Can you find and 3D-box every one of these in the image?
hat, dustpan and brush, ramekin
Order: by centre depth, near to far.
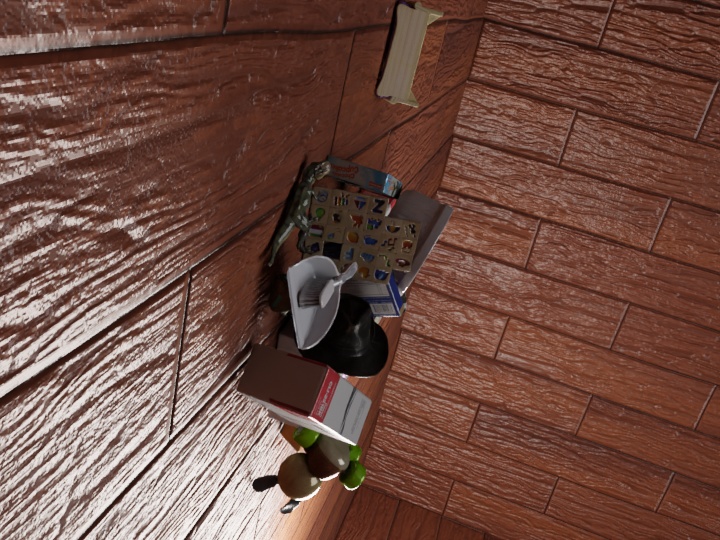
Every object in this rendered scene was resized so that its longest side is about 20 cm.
[{"bbox_3d":[-0.053,0.025,1.135,0.200,0.056,0.142,-56,141,-65],"label":"dustpan and brush"},{"bbox_3d":[-0.023,0.094,1.233,0.082,0.198,0.201,-66,175,32],"label":"hat"},{"bbox_3d":[0.089,-0.063,1.371,0.202,0.104,0.200,-58,179,-2],"label":"ramekin"}]

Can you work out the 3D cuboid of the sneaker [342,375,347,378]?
[{"bbox_3d":[-0.056,0.153,1.502,0.075,0.098,0.203,-39,138,-53],"label":"sneaker"}]

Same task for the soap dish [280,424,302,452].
[{"bbox_3d":[-0.107,0.304,1.575,0.200,0.080,0.160,-11,118,-79],"label":"soap dish"}]

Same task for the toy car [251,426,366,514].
[{"bbox_3d":[-0.116,0.402,1.414,0.200,0.164,0.158,-44,-165,5],"label":"toy car"}]

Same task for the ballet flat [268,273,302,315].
[{"bbox_3d":[-0.110,0.043,1.187,0.073,0.068,0.200,-53,173,9],"label":"ballet flat"}]

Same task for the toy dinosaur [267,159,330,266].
[{"bbox_3d":[-0.095,-0.077,1.088,0.202,0.047,0.088,-68,155,-22],"label":"toy dinosaur"}]

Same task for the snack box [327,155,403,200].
[{"bbox_3d":[0.010,-0.171,1.301,0.200,0.114,0.038,-9,116,-79],"label":"snack box"}]

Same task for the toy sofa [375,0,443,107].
[{"bbox_3d":[0.091,-0.447,1.432,0.083,0.096,0.203,-115,-143,-67],"label":"toy sofa"}]

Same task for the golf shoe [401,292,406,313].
[{"bbox_3d":[0.008,0.044,1.416,0.095,0.197,0.079,-110,-149,-52],"label":"golf shoe"}]

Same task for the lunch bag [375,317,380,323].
[{"bbox_3d":[0.012,0.072,1.737,0.164,0.116,0.203,-58,158,-59],"label":"lunch bag"}]

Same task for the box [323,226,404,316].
[{"bbox_3d":[0.000,0.000,1.315,0.033,0.119,0.202,-56,134,-45],"label":"box"}]

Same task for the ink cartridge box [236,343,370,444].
[{"bbox_3d":[-0.086,0.206,1.143,0.200,0.142,0.085,49,58,-57],"label":"ink cartridge box"}]

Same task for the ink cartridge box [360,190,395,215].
[{"bbox_3d":[0.002,-0.070,1.526,0.201,0.082,0.146,-59,164,-55],"label":"ink cartridge box"}]

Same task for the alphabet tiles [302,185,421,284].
[{"bbox_3d":[0.002,-0.057,1.234,0.008,0.196,0.169,-91,-168,-60],"label":"alphabet tiles"}]

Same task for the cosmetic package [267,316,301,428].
[{"bbox_3d":[-0.119,0.187,1.332,0.102,0.070,0.203,-57,162,-57],"label":"cosmetic package"}]
